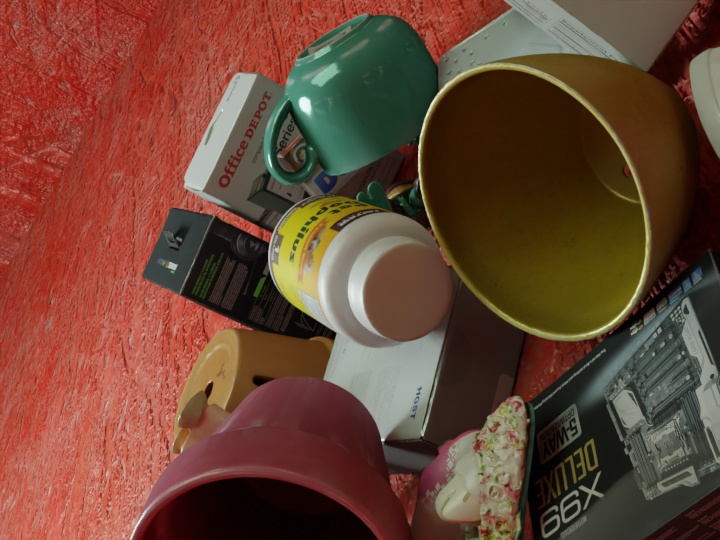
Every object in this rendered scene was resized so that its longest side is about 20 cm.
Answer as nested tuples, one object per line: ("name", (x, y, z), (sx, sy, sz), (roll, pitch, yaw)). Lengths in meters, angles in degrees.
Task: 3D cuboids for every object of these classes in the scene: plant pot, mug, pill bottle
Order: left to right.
("plant pot", (-0.098, 0.147, 1.192), (0.200, 0.139, 0.201), (-47, 30, 37))
("plant pot", (-0.055, 0.180, 0.884), (0.200, 0.199, 0.179), (-53, 9, 24))
("mug", (-0.009, -0.176, 1.168), (0.151, 0.115, 0.185), (-11, 27, 48))
("pill bottle", (0.000, 0.000, 0.983), (0.110, 0.109, 0.200), (-65, 24, -1))
("plant pot", (0.161, -0.071, 0.838), (0.141, 0.201, 0.200), (-29, 2, -35))

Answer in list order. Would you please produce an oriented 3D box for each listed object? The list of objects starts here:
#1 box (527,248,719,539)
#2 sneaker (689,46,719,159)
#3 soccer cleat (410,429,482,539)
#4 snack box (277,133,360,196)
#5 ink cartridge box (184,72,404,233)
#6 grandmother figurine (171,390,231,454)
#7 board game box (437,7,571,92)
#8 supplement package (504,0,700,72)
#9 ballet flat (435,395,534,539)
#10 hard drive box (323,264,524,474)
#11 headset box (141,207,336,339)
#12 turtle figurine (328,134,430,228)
("box", (0.187, 0.109, 0.755), (0.200, 0.049, 0.159), (-47, 29, 35))
("sneaker", (0.284, -0.092, 0.735), (0.116, 0.073, 0.201), (-44, 41, 35))
("soccer cleat", (0.065, 0.219, 0.891), (0.201, 0.069, 0.086), (-64, 32, 16))
("snack box", (0.004, -0.165, 1.277), (0.200, 0.072, 0.024), (-46, 21, -11))
("ink cartridge box", (-0.075, -0.111, 1.312), (0.147, 0.199, 0.084), (-65, 24, -2))
("grandmother figurine", (-0.075, 0.189, 1.062), (0.061, 0.199, 0.122), (-55, -12, -36))
("board game box", (0.157, -0.172, 1.058), (0.199, 0.026, 0.201), (-29, 39, 30))
("supplement package", (0.204, -0.271, 0.894), (0.201, 0.155, 0.111), (-54, 3, 5))
("ballet flat", (0.080, 0.185, 0.803), (0.076, 0.063, 0.202), (-121, 35, -82))
("hard drive box", (0.046, 0.092, 1.027), (0.200, 0.076, 0.157), (-19, 51, 59))
("headset box", (-0.135, 0.009, 1.324), (0.093, 0.199, 0.174), (-67, 24, -4))
("turtle figurine", (0.038, -0.080, 1.181), (0.150, 0.101, 0.200), (-44, 8, 2))
